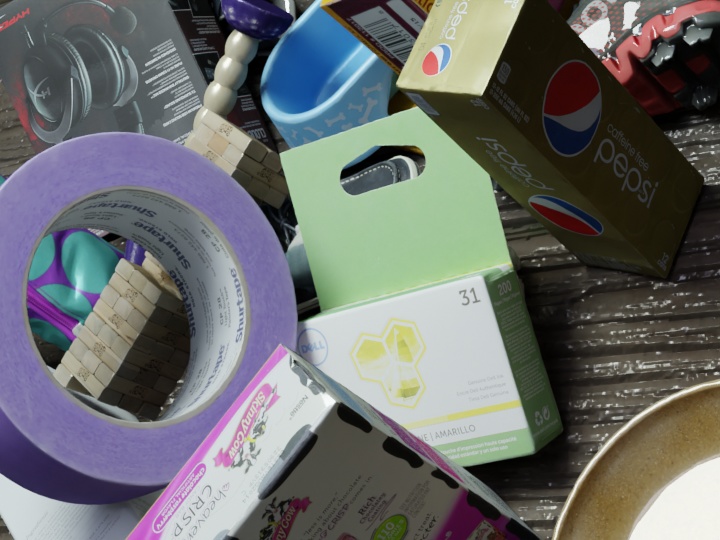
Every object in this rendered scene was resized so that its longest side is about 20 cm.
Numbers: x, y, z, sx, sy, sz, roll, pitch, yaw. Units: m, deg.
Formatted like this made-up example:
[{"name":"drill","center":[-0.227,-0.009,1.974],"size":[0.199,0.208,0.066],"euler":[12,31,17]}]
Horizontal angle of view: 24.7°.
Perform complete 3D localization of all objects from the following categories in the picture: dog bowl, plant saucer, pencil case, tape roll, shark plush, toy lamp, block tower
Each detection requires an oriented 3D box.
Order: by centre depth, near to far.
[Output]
[{"name":"plant saucer","center":[0.184,0.151,0.807],"size":[0.199,0.035,0.202],"euler":[-21,52,29]},{"name":"tape roll","center":[-0.141,0.029,0.943],"size":[0.085,0.198,0.202],"euler":[-26,44,58]},{"name":"shark plush","center":[0.000,0.000,1.007],"size":[0.197,0.091,0.085],"euler":[-6,85,6]},{"name":"block tower","center":[-0.119,0.002,1.066],"size":[0.058,0.054,0.201],"euler":[35,96,43]},{"name":"dog bowl","center":[0.011,-0.159,1.103],"size":[0.200,0.049,0.112],"euler":[-46,43,7]},{"name":"toy lamp","center":[-0.108,-0.087,1.105],"size":[0.058,0.058,0.202],"euler":[36,108,47]},{"name":"pencil case","center":[-0.229,-0.003,1.135],"size":[0.085,0.199,0.093],"euler":[-51,14,24]}]

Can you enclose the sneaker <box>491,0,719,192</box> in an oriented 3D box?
[{"name":"sneaker","center":[0.142,-0.121,0.994],"size":[0.199,0.071,0.099],"euler":[-28,43,27]}]

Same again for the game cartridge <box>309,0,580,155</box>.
[{"name":"game cartridge","center":[0.070,-0.173,1.121],"size":[0.175,0.032,0.201],"euler":[21,76,46]}]

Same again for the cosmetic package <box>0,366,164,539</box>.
[{"name":"cosmetic package","center":[-0.164,0.155,1.051],"size":[0.081,0.113,0.200],"euler":[-49,45,4]}]

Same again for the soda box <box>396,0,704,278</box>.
[{"name":"soda box","center":[0.109,-0.073,0.896],"size":[0.064,0.200,0.068],"euler":[12,71,44]}]

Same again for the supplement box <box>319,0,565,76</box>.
[{"name":"supplement box","center":[0.078,-0.213,1.012],"size":[0.085,0.110,0.201],"euler":[-5,51,60]}]

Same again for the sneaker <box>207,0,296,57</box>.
[{"name":"sneaker","center":[-0.131,-0.156,1.247],"size":[0.145,0.077,0.204],"euler":[10,69,46]}]

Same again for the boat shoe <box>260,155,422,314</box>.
[{"name":"boat shoe","center":[-0.044,-0.016,1.093],"size":[0.199,0.062,0.075],"euler":[-31,45,20]}]

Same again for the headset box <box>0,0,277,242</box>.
[{"name":"headset box","center":[-0.164,-0.122,1.186],"size":[0.148,0.077,0.202],"euler":[-24,90,20]}]

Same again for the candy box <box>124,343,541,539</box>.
[{"name":"candy box","center":[-0.010,0.144,0.859],"size":[0.137,0.200,0.061],"euler":[-50,44,1]}]

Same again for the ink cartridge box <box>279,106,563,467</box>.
[{"name":"ink cartridge box","center":[0.022,0.015,0.949],"size":[0.144,0.048,0.202],"euler":[-15,94,34]}]
